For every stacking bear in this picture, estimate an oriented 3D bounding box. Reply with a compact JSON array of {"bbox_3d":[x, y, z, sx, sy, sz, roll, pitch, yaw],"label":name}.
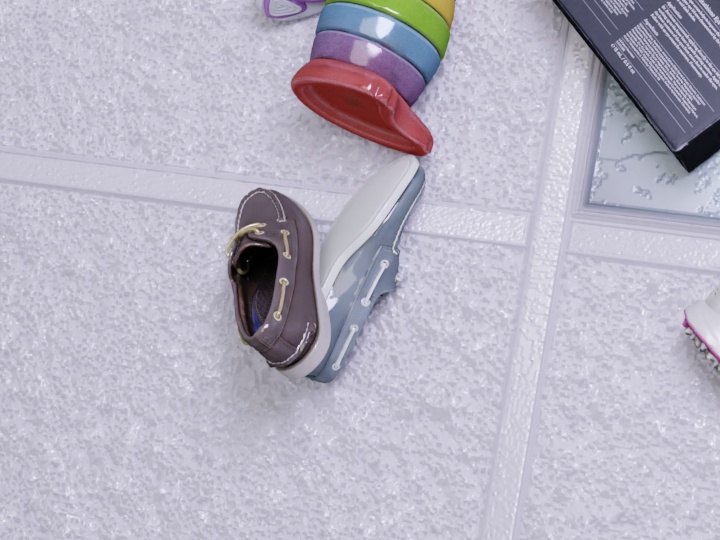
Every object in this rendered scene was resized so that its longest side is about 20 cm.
[{"bbox_3d":[0.033,-0.214,1.232,0.113,0.121,0.201,18,78,31],"label":"stacking bear"}]

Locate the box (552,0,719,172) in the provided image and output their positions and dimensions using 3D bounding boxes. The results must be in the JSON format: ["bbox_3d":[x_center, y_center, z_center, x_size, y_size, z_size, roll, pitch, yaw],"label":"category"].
[{"bbox_3d":[0.243,-0.200,1.169,0.141,0.079,0.201,-38,70,11],"label":"box"}]

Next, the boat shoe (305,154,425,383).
[{"bbox_3d":[0.000,0.000,1.238,0.062,0.073,0.201,35,84,-22],"label":"boat shoe"}]

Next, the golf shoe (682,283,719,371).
[{"bbox_3d":[0.325,0.078,1.097,0.091,0.075,0.200,-43,71,4],"label":"golf shoe"}]

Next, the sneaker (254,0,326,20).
[{"bbox_3d":[-0.023,-0.300,1.293,0.200,0.075,0.100,-50,39,12],"label":"sneaker"}]

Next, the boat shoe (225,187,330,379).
[{"bbox_3d":[-0.073,-0.003,1.209,0.072,0.059,0.201,-38,39,22],"label":"boat shoe"}]
